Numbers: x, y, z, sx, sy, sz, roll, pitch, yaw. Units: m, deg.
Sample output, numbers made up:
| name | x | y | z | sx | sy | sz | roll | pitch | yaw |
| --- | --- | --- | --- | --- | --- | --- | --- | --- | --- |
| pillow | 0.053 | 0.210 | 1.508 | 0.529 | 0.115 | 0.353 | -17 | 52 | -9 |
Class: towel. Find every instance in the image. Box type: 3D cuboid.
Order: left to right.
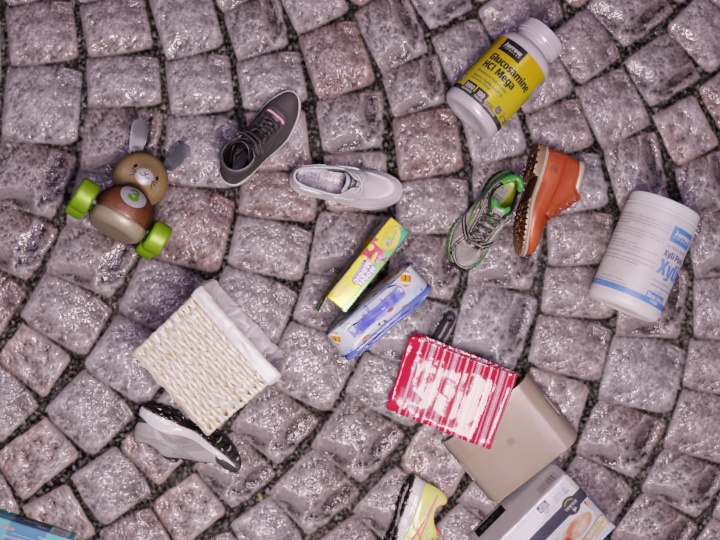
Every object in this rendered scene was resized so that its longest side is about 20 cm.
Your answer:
| name | x | y | z | sx | sy | sz | roll | pitch | yaw |
| --- | --- | --- | --- | --- | --- | --- | --- | --- | --- |
| towel | 0.157 | 0.209 | 1.740 | 0.199 | 0.022 | 0.145 | 21 | 91 | 8 |

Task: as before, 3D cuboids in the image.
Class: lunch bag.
| name | x | y | z | sx | sy | sz | roll | pitch | yaw |
| --- | --- | --- | --- | --- | --- | --- | --- | --- | --- |
| lunch bag | 0.027 | 0.073 | 1.697 | 0.200 | 0.160 | 0.076 | -41 | 93 | -4 |

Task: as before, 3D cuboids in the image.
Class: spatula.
| name | x | y | z | sx | sy | sz | roll | pitch | yaw |
| --- | --- | --- | --- | --- | --- | --- | --- | --- | --- |
| spatula | 0.114 | 0.161 | 1.774 | 0.056 | 0.021 | 0.201 | 29 | 87 | 3 |

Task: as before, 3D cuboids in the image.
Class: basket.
| name | x | y | z | sx | sy | sz | roll | pitch | yaw |
| --- | --- | --- | --- | --- | --- | --- | --- | --- | --- |
| basket | -0.244 | 0.141 | 1.661 | 0.161 | 0.198 | 0.200 | -43 | 94 | 1 |

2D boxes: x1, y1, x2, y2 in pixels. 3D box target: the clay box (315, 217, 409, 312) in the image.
| name | x | y | z | sx | sy | sz | roll | pitch | yaw |
| --- | --- | --- | --- | --- | --- | --- | --- | --- | --- |
| clay box | 0.000 | 0.000 | 1.717 | 0.048 | 0.115 | 0.200 | 38 | 88 | -5 |

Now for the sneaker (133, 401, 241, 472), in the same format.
| name | x | y | z | sx | sy | sz | roll | pitch | yaw |
| --- | --- | --- | --- | --- | --- | --- | --- | --- | --- |
| sneaker | -0.297 | 0.299 | 1.723 | 0.199 | 0.074 | 0.080 | 26 | 98 | 2 |

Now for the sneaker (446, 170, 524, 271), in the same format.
| name | x | y | z | sx | sy | sz | roll | pitch | yaw |
| --- | --- | --- | --- | --- | --- | --- | --- | --- | --- |
| sneaker | 0.216 | -0.090 | 1.749 | 0.078 | 0.085 | 0.201 | 29 | 89 | -4 |

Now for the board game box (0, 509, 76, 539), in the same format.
| name | x | y | z | sx | sy | sz | roll | pitch | yaw |
| --- | --- | --- | --- | --- | --- | --- | --- | --- | --- |
| board game box | -0.592 | 0.525 | 1.707 | 0.150 | 0.047 | 0.201 | 19 | 89 | -5 |

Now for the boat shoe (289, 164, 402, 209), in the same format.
| name | x | y | z | sx | sy | sz | roll | pitch | yaw |
| --- | --- | --- | --- | --- | --- | --- | --- | --- | --- |
| boat shoe | -0.023 | -0.151 | 1.737 | 0.199 | 0.069 | 0.072 | 14 | 89 | -4 |

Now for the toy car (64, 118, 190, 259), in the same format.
| name | x | y | z | sx | sy | sz | roll | pitch | yaw |
| --- | --- | --- | --- | --- | --- | --- | --- | --- | --- |
| toy car | -0.371 | -0.147 | 1.679 | 0.164 | 0.158 | 0.201 | 31 | 76 | -16 |

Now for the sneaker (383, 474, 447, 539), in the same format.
| name | x | y | z | sx | sy | sz | roll | pitch | yaw |
| --- | --- | --- | --- | --- | --- | --- | --- | --- | --- |
| sneaker | 0.095 | 0.465 | 1.749 | 0.090 | 0.078 | 0.201 | 20 | 91 | -11 |

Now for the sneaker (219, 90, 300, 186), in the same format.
| name | x | y | z | sx | sy | sz | roll | pitch | yaw |
| --- | --- | --- | --- | --- | --- | --- | --- | --- | --- |
| sneaker | -0.169 | -0.230 | 1.710 | 0.071 | 0.099 | 0.200 | 39 | 86 | -2 |

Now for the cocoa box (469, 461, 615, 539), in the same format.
| name | x | y | z | sx | sy | sz | roll | pitch | yaw |
| --- | --- | --- | --- | --- | --- | --- | --- | --- | --- |
| cocoa box | 0.313 | 0.451 | 1.735 | 0.200 | 0.133 | 0.131 | -44 | 94 | -3 |

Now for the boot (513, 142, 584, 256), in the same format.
| name | x | y | z | sx | sy | sz | roll | pitch | yaw |
| --- | --- | --- | --- | --- | --- | --- | --- | --- | --- |
| boot | 0.334 | -0.114 | 1.767 | 0.107 | 0.075 | 0.201 | 16 | 88 | -9 |

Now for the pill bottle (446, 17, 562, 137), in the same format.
| name | x | y | z | sx | sy | sz | roll | pitch | yaw |
| --- | --- | --- | --- | --- | --- | --- | --- | --- | --- |
| pill bottle | 0.252 | -0.337 | 1.736 | 0.112 | 0.112 | 0.200 | 43 | 87 | -4 |

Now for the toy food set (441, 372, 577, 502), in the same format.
| name | x | y | z | sx | sy | sz | roll | pitch | yaw |
| --- | --- | --- | --- | --- | --- | --- | --- | --- | --- |
| toy food set | 0.264 | 0.297 | 1.775 | 0.200 | 0.060 | 0.144 | -39 | 93 | 5 |

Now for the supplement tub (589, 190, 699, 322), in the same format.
| name | x | y | z | sx | sy | sz | roll | pitch | yaw |
| --- | --- | --- | --- | --- | --- | --- | --- | --- | --- |
| supplement tub | 0.494 | -0.023 | 1.748 | 0.131 | 0.132 | 0.201 | 23 | 90 | -4 |
